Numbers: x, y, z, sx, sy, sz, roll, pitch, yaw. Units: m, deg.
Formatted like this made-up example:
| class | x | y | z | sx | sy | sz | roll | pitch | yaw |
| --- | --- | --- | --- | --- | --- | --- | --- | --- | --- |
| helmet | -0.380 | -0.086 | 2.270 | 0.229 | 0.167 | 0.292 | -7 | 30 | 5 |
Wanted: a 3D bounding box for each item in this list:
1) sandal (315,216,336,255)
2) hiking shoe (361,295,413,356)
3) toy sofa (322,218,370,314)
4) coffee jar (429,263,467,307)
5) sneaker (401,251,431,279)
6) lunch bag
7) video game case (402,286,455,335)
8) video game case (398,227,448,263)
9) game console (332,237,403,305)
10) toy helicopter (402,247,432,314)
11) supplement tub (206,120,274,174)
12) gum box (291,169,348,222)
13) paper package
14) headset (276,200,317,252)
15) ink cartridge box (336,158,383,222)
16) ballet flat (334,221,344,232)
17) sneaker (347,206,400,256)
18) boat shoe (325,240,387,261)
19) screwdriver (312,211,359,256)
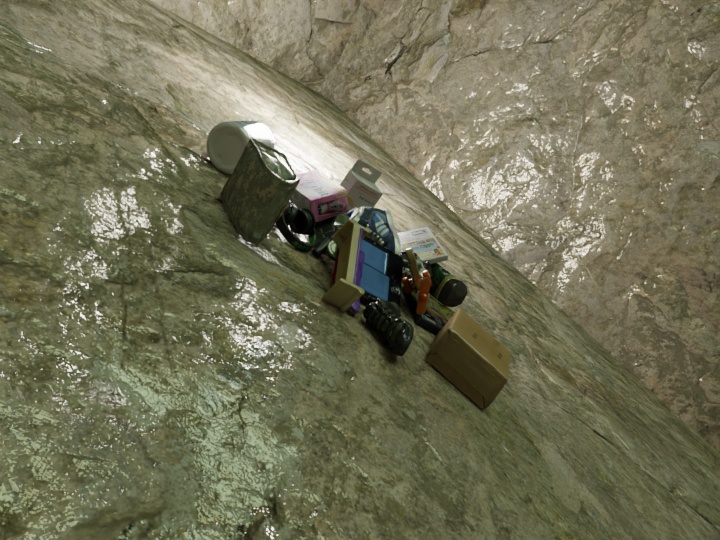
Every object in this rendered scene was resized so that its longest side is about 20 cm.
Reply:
| class | x | y | z | sx | sy | sz | roll | pitch | yaw |
| --- | --- | --- | --- | --- | --- | --- | --- | --- | --- |
| sandal | -0.101 | -0.107 | 1.477 | 0.077 | 0.058 | 0.204 | -1 | 46 | -4 |
| hiking shoe | 0.051 | 0.121 | 1.219 | 0.099 | 0.077 | 0.200 | 21 | 14 | -19 |
| toy sofa | -0.018 | -0.009 | 1.247 | 0.096 | 0.083 | 0.203 | 27 | 44 | -21 |
| coffee jar | 0.234 | 0.031 | 1.688 | 0.103 | 0.087 | 0.199 | 11 | 23 | -47 |
| sneaker | 0.120 | -0.021 | 1.588 | 0.196 | 0.067 | 0.092 | 23 | 55 | 0 |
| lunch bag | -0.220 | -0.172 | 1.227 | 0.116 | 0.166 | 0.201 | 20 | 25 | -36 |
| video game case | 0.216 | 0.134 | 1.548 | 0.197 | 0.026 | 0.182 | 30 | 21 | -22 |
| video game case | 0.151 | -0.066 | 1.709 | 0.195 | 0.023 | 0.183 | -12 | 35 | -10 |
| game console | 0.023 | -0.002 | 1.364 | 0.197 | 0.031 | 0.181 | 29 | 54 | -25 |
| toy helicopter | 0.147 | 0.023 | 1.436 | 0.202 | 0.077 | 0.134 | 68 | 7 | -48 |
| supplement tub | -0.321 | -0.338 | 1.484 | 0.131 | 0.133 | 0.200 | 36 | 18 | -2 |
| gum box | -0.124 | -0.204 | 1.495 | 0.111 | 0.068 | 0.199 | -19 | 35 | -25 |
| paper package | 0.270 | 0.211 | 1.344 | 0.190 | 0.104 | 0.200 | 41 | 18 | 6 |
| headset | -0.179 | -0.127 | 1.388 | 0.122 | 0.093 | 0.203 | 23 | 38 | -47 |
| ink cartridge box | -0.013 | -0.226 | 1.686 | 0.115 | 0.202 | 0.068 | 21 | 23 | -38 |
| ballet flat | -0.031 | -0.115 | 1.612 | 0.068 | 0.069 | 0.198 | 34 | 14 | 34 |
| sneaker | 0.025 | -0.095 | 1.521 | 0.142 | 0.081 | 0.204 | 1 | 52 | -16 |
| boat shoe | -0.010 | -0.033 | 1.415 | 0.197 | 0.060 | 0.074 | 9 | 63 | -34 |
| screwdriver | -0.061 | -0.098 | 1.418 | 0.028 | 0.029 | 0.200 | 47 | 50 | -4 |
